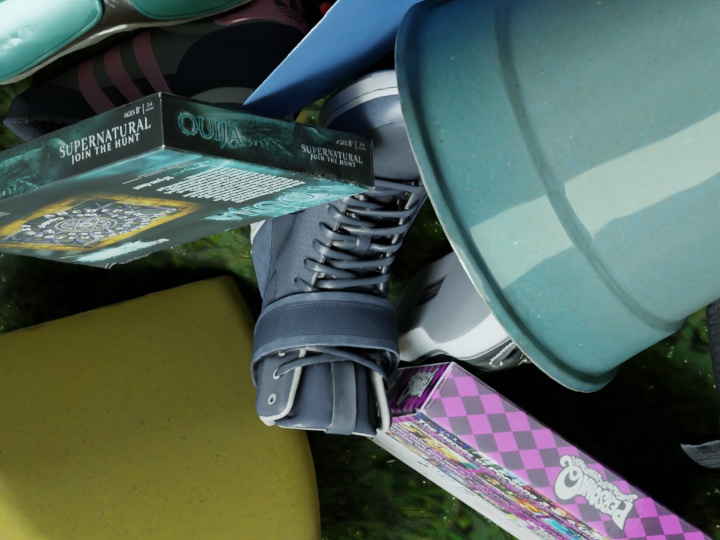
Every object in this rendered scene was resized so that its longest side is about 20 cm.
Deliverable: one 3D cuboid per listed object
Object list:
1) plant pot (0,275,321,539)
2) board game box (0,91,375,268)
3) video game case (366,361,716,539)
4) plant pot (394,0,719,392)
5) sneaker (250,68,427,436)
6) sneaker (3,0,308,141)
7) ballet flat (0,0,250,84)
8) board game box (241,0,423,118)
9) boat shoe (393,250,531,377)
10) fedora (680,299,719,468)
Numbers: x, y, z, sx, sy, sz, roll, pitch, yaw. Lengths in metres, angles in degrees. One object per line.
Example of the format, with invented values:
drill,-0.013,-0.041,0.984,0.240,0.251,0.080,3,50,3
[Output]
plant pot,-0.115,0.154,1.362,0.194,0.200,0.196,-15,131,-23
board game box,-0.110,-0.039,1.222,0.200,0.028,0.135,-15,164,42
video game case,0.096,0.117,1.354,0.200,0.036,0.181,34,169,-9
plant pot,0.150,-0.074,1.167,0.196,0.200,0.200,-26,115,23
sneaker,0.001,0.001,1.262,0.077,0.146,0.202,10,151,-19
sneaker,-0.100,-0.098,1.310,0.200,0.082,0.070,-1,158,41
ballet flat,-0.116,-0.150,1.267,0.200,0.069,0.069,-19,119,23
board game box,0.014,-0.147,1.178,0.039,0.158,0.200,51,125,7
boat shoe,0.064,0.023,1.294,0.057,0.069,0.200,29,169,-10
fedora,0.242,0.026,1.249,0.201,0.201,0.092,-21,86,30
